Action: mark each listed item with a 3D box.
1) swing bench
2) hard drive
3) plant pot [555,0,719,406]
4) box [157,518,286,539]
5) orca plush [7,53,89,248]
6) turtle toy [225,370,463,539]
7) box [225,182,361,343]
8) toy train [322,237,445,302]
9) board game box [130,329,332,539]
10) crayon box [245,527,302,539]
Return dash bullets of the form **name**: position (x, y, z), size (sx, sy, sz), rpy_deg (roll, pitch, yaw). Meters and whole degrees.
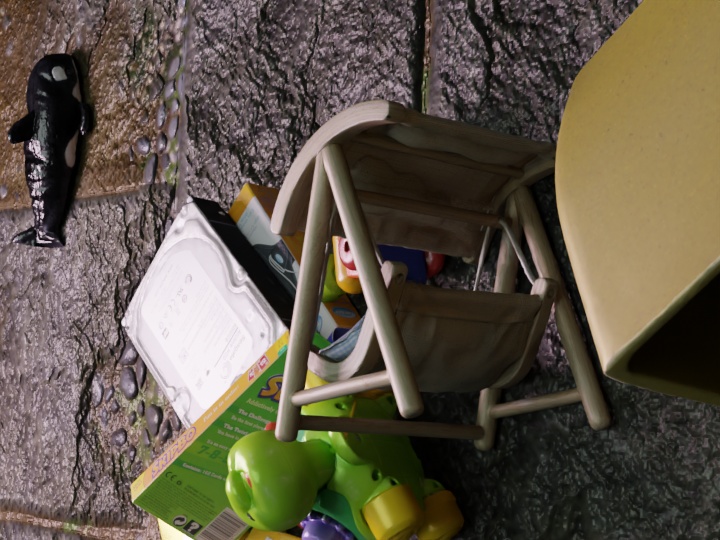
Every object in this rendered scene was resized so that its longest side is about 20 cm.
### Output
- **swing bench**: position (0.052, 0.009, 0.987), size (0.129, 0.198, 0.202), rpy_deg (-17, 71, 45)
- **hard drive**: position (-0.119, 0.051, 1.232), size (0.200, 0.038, 0.140), rpy_deg (51, 118, 39)
- **plant pot**: position (0.220, -0.062, 0.824), size (0.194, 0.194, 0.201), rpy_deg (-48, 45, 32)
- **box**: position (-0.113, 0.228, 1.251), size (0.117, 0.048, 0.202), rpy_deg (-38, 56, 37)
- **orca plush**: position (-0.339, -0.127, 1.542), size (0.105, 0.071, 0.202), rpy_deg (22, 101, 47)
- **turtle toy**: position (-0.020, 0.141, 1.052), size (0.101, 0.200, 0.147), rpy_deg (-35, 67, 16)
- **box**: position (-0.069, 0.038, 1.239), size (0.119, 0.041, 0.201), rpy_deg (-55, 50, 27)
- **toy train**: position (0.000, 0.000, 1.137), size (0.115, 0.084, 0.202), rpy_deg (-24, 67, 50)
- **board game box**: position (-0.077, 0.130, 1.157), size (0.200, 0.095, 0.030), rpy_deg (-43, 31, 15)
- **crayon box**: position (-0.032, 0.271, 1.103), size (0.199, 0.052, 0.126), rpy_deg (8, 57, 46)
